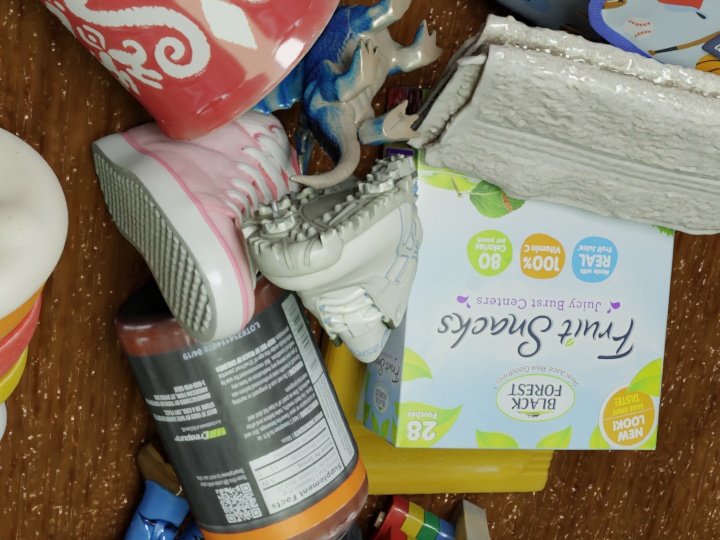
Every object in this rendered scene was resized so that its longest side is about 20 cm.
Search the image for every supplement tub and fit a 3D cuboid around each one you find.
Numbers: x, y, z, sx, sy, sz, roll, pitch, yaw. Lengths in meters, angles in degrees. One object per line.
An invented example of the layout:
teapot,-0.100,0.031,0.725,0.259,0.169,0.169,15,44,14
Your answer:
supplement tub,-0.060,0.095,0.913,0.106,0.107,0.202,-22,108,-5

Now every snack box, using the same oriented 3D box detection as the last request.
snack box,0.095,0.000,0.918,0.167,0.068,0.202,2,97,-18

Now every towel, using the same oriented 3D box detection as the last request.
towel,0.130,-0.069,0.812,0.198,0.035,0.133,12,159,-10

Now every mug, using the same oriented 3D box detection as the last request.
mug,-0.102,-0.191,0.749,0.177,0.134,0.200,-43,119,10

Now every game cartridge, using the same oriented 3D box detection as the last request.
game cartridge,0.059,0.055,1.002,0.174,0.032,0.202,1,117,-19

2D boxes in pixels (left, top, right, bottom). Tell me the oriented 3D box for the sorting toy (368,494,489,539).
sorting toy,0.006,0.246,0.998,0.069,0.200,0.200,28,96,-1

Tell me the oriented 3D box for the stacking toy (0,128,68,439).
stacking toy,-0.222,0.031,0.837,0.145,0.147,0.201,-10,141,-13

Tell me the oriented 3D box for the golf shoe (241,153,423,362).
golf shoe,0.000,0.000,0.778,0.077,0.200,0.098,-9,97,14

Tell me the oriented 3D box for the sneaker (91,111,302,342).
sneaker,-0.067,-0.035,0.811,0.104,0.200,0.076,-16,117,-16

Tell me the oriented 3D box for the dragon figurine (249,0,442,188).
dragon figurine,-0.021,-0.089,0.792,0.099,0.201,0.059,-15,131,32

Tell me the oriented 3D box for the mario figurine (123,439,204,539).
mario figurine,-0.153,0.202,1.006,0.123,0.106,0.201,33,96,6

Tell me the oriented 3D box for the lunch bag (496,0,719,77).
lunch bag,0.174,-0.153,0.805,0.169,0.199,0.125,23,86,-31
